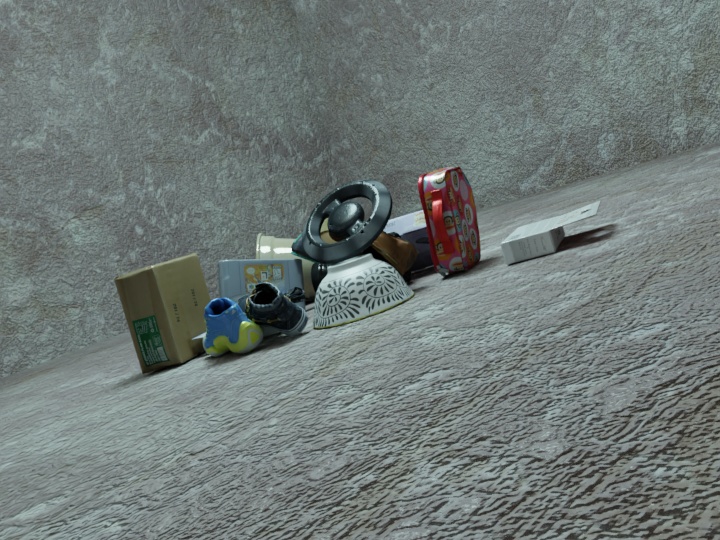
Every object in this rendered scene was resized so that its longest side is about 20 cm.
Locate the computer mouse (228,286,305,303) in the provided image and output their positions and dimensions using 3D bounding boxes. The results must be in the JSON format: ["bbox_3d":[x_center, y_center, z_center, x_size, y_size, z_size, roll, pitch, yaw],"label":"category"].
[{"bbox_3d":[-0.218,0.067,1.434,0.195,0.054,0.138,-16,5,19],"label":"computer mouse"}]

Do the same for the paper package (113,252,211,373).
[{"bbox_3d":[-0.394,0.084,1.458,0.101,0.206,0.190,-15,4,19],"label":"paper package"}]

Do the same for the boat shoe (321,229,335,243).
[{"bbox_3d":[-0.044,-0.072,1.593,0.066,0.075,0.199,-40,-13,24],"label":"boat shoe"}]

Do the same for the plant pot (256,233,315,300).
[{"bbox_3d":[-0.157,-0.001,1.777,0.177,0.207,0.200,-7,4,1],"label":"plant pot"}]

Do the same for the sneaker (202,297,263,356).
[{"bbox_3d":[-0.253,0.096,1.295,0.197,0.107,0.076,-12,25,50],"label":"sneaker"}]

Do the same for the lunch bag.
[{"bbox_3d":[0.175,-0.098,1.384,0.080,0.206,0.176,-10,6,24],"label":"lunch bag"}]

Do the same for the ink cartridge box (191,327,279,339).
[{"bbox_3d":[-0.234,0.122,1.425,0.195,0.040,0.099,-15,5,19],"label":"ink cartridge box"}]

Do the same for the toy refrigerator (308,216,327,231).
[{"bbox_3d":[-0.069,-0.057,1.873,0.068,0.206,0.076,-14,4,19],"label":"toy refrigerator"}]

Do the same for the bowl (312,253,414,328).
[{"bbox_3d":[-0.007,0.027,1.285,0.195,0.097,0.201,-17,5,1],"label":"bowl"}]

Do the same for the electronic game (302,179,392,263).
[{"bbox_3d":[-0.027,-0.096,1.352,0.195,0.042,0.204,-21,43,20],"label":"electronic game"}]

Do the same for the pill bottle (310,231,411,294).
[{"bbox_3d":[0.000,0.000,1.471,0.195,0.115,0.112,-16,4,18],"label":"pill bottle"}]

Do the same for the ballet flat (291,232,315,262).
[{"bbox_3d":[-0.075,-0.033,1.639,0.198,0.075,0.072,29,-28,-37],"label":"ballet flat"}]

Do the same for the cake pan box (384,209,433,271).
[{"bbox_3d":[0.096,-0.054,1.586,0.195,0.054,0.184,-16,-30,17],"label":"cake pan box"}]

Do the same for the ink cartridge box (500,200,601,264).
[{"bbox_3d":[0.361,-0.071,1.302,0.172,0.046,0.199,-17,5,24],"label":"ink cartridge box"}]

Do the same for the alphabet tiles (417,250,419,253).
[{"bbox_3d":[0.011,-0.014,1.581,0.164,0.008,0.199,12,-33,-34],"label":"alphabet tiles"}]

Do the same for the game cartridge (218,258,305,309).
[{"bbox_3d":[-0.214,0.044,1.553,0.195,0.138,0.041,-2,-12,-29],"label":"game cartridge"}]

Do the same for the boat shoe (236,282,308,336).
[{"bbox_3d":[-0.183,0.058,1.289,0.197,0.091,0.072,7,58,45],"label":"boat shoe"}]

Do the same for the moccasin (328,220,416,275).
[{"bbox_3d":[0.015,-0.042,1.376,0.198,0.074,0.078,27,68,26],"label":"moccasin"}]
